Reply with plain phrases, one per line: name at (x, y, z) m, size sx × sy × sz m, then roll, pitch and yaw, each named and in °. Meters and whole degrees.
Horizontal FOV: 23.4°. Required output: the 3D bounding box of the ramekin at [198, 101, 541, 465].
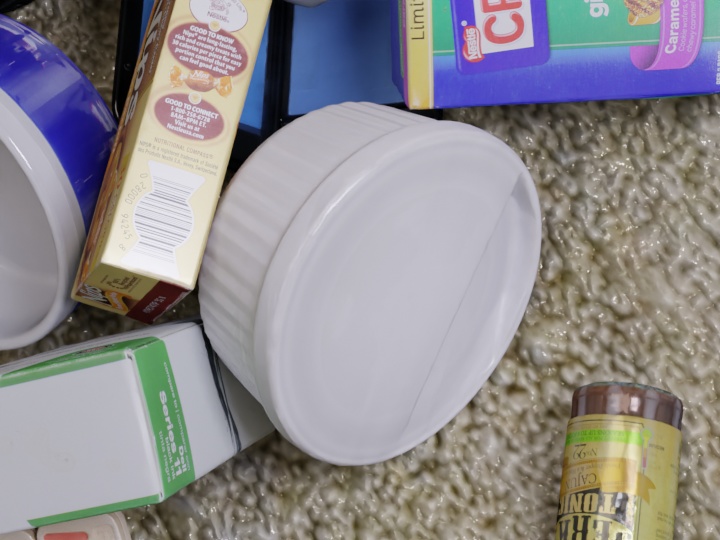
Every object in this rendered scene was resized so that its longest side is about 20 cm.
ramekin at (0.000, 0.000, 0.960) m, size 0.094 × 0.202 × 0.203 m, roll 31°, pitch 83°, yaw 40°

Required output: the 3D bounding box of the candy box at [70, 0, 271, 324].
candy box at (-0.103, -0.080, 0.965) m, size 0.055 × 0.115 × 0.201 m, roll 18°, pitch 75°, yaw -14°

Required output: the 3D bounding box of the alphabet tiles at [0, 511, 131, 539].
alphabet tiles at (-0.151, 0.230, 0.963) m, size 0.195 × 0.015 × 0.201 m, roll -13°, pitch 101°, yaw 15°

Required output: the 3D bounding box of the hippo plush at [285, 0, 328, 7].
hippo plush at (-0.019, -0.245, 1.001) m, size 0.159 × 0.200 × 0.161 m, roll -2°, pitch 66°, yaw 17°

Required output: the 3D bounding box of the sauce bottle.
sauce bottle at (0.133, 0.161, 0.918) m, size 0.064 × 0.065 × 0.201 m, roll 0°, pitch 70°, yaw 20°

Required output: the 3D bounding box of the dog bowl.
dog bowl at (-0.235, -0.055, 1.057) m, size 0.199 × 0.201 × 0.079 m, roll 18°, pitch 40°, yaw 25°

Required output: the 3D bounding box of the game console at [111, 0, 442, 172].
game console at (-0.045, -0.164, 1.077) m, size 0.175 × 0.116 × 0.201 m, roll -5°, pitch 69°, yaw 19°

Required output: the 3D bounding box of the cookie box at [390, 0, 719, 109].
cookie box at (0.117, -0.182, 0.954) m, size 0.199 × 0.075 × 0.172 m, roll -4°, pitch 108°, yaw -4°

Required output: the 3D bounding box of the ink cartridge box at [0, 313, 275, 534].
ink cartridge box at (-0.147, 0.082, 0.970) m, size 0.146 × 0.200 × 0.083 m, roll -13°, pitch 92°, yaw 16°

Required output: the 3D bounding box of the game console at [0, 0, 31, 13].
game console at (-0.283, -0.216, 1.175) m, size 0.199 × 0.116 × 0.176 m, roll -28°, pitch 64°, yaw 8°
